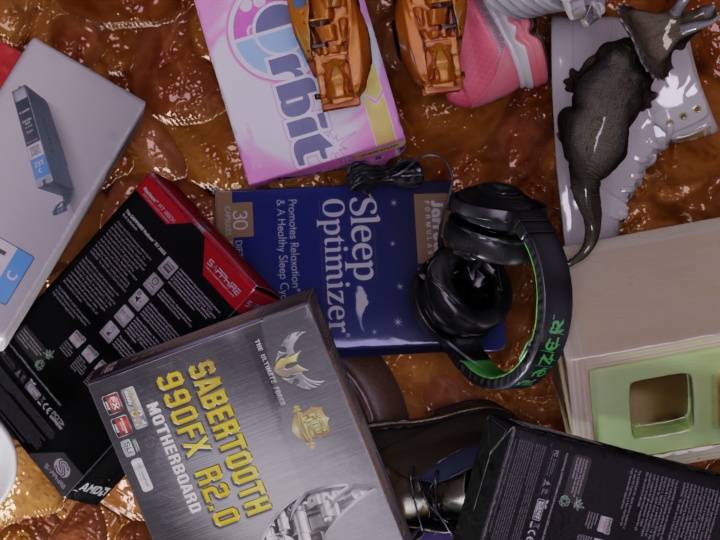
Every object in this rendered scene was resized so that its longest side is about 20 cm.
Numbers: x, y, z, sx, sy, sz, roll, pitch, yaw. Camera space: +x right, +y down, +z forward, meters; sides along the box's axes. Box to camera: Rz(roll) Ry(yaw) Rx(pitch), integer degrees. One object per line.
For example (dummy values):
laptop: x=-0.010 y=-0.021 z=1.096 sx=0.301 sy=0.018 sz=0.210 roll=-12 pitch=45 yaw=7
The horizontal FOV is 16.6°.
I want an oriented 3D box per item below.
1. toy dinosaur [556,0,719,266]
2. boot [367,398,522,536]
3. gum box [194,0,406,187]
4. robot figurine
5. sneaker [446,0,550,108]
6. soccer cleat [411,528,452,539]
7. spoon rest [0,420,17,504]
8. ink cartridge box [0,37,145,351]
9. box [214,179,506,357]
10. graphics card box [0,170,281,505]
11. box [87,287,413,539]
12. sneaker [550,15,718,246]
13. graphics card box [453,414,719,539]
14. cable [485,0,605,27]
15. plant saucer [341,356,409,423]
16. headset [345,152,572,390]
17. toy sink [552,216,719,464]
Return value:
toy dinosaur: x=0.159 y=-0.102 z=1.631 sx=0.077 sy=0.102 sz=0.200 roll=29 pitch=81 yaw=7
boot: x=0.033 y=0.143 z=1.674 sx=0.200 sy=0.097 sz=0.075 roll=-22 pitch=106 yaw=-17
gum box: x=-0.047 y=-0.158 z=1.711 sx=0.113 sy=0.066 sz=0.200 roll=-16 pitch=90 yaw=1
robot figurine: x=0.008 y=-0.212 z=1.647 sx=0.145 sy=0.058 sz=0.200 roll=-9 pitch=91 yaw=-2
sneaker: x=0.054 y=-0.204 z=1.708 sx=0.087 sy=0.074 sz=0.200 roll=-28 pitch=91 yaw=2
soccer cleat: x=0.044 y=0.212 z=1.712 sx=0.200 sy=0.073 sz=0.068 roll=-29 pitch=90 yaw=-3
spoon rest: x=-0.332 y=0.106 z=1.714 sx=0.200 sy=0.061 sz=0.099 roll=29 pitch=115 yaw=2
ink cartridge box: x=-0.272 y=-0.073 z=1.697 sx=0.176 sy=0.045 sz=0.200 roll=29 pitch=73 yaw=-1
box: x=0.000 y=0.000 z=1.715 sx=0.199 sy=0.032 sz=0.121 roll=-3 pitch=74 yaw=-3
graphics card box: x=-0.163 y=0.048 z=1.690 sx=0.200 sy=0.051 sz=0.125 roll=-48 pitch=65 yaw=7
box: x=-0.069 y=0.132 z=1.625 sx=0.158 sy=0.048 sz=0.200 roll=-20 pitch=101 yaw=8
sneaker: x=0.192 y=-0.079 z=1.710 sx=0.115 sy=0.074 sz=0.201 roll=-2 pitch=90 yaw=3
graphics card box: x=0.163 y=0.179 z=1.623 sx=0.200 sy=0.051 sz=0.126 roll=14 pitch=93 yaw=-20
cable: x=0.106 y=-0.267 z=1.651 sx=0.069 sy=0.200 sz=0.200 roll=-18 pitch=110 yaw=24
plant saucer: x=-0.063 y=0.123 z=1.734 sx=0.200 sy=0.034 sz=0.201 roll=0 pitch=90 yaw=0
headset: x=0.066 y=-0.008 z=1.645 sx=0.094 sy=0.200 sz=0.124 roll=-1 pitch=131 yaw=-32
toy sink: x=0.232 y=0.051 z=1.665 sx=0.200 sy=0.112 sz=0.131 roll=-10 pitch=136 yaw=-1
